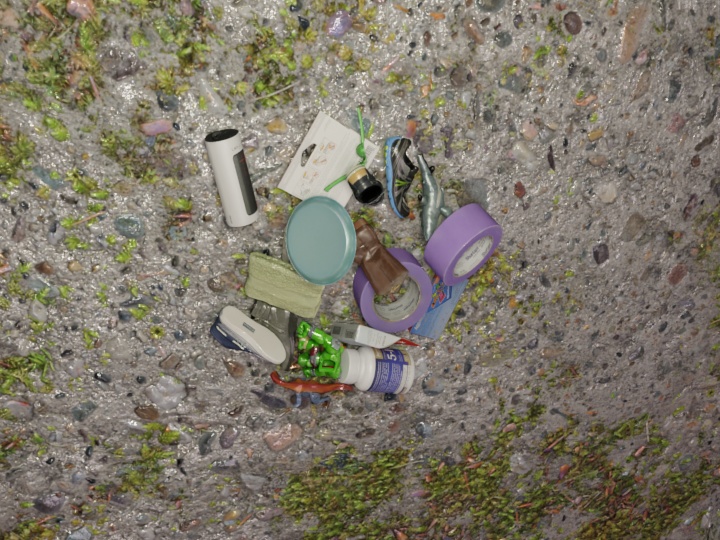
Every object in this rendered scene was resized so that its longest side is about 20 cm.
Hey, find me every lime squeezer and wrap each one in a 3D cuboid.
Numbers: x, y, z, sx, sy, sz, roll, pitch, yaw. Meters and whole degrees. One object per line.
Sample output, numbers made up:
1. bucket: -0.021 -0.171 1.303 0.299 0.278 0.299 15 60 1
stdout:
1. lime squeezer: -0.014 -0.263 1.400 0.069 0.038 0.204 25 111 4

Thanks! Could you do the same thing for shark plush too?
1. shark plush: 0.173 -0.180 1.506 0.082 0.090 0.206 -24 120 -37

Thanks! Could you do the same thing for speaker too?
1. speaker: -0.284 -0.205 1.363 0.079 0.082 0.205 -14 120 -9

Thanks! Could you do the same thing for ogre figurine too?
1. ogre figurine: -0.104 0.222 1.610 0.117 0.098 0.206 15 116 16

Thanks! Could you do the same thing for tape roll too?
1. tape roll: 0.258 -0.063 1.550 0.197 0.085 0.202 -32 152 -19
2. tape roll: 0.083 0.052 1.601 0.194 0.085 0.206 -7 118 -14

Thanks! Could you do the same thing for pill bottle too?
1. pill bottle: 0.039 0.270 1.684 0.195 0.120 0.122 10 114 -25

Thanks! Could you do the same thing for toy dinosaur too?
1. toy dinosaur: -0.150 0.301 1.645 0.197 0.106 0.182 -34 138 11

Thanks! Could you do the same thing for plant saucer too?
1. plant saucer: -0.094 -0.069 1.425 0.196 0.027 0.207 1 88 -37

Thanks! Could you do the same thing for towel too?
1. towel: -0.185 0.039 1.484 0.195 0.037 0.150 21 134 2

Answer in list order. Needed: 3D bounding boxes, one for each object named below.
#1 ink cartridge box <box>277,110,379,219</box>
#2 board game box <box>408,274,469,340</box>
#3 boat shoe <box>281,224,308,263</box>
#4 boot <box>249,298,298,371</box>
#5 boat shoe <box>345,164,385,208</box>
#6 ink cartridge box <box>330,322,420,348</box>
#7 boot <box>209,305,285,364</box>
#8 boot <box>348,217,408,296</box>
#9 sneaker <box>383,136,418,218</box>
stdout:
1. ink cartridge box: -0.077 -0.245 1.427 0.173 0.045 0.203 26 106 -28
2. board game box: 0.217 0.095 1.713 0.101 0.020 0.204 15 111 -25
3. boat shoe: -0.161 -0.031 1.500 0.070 0.070 0.203 -25 143 -22
4. boot: -0.230 0.163 1.594 0.126 0.068 0.205 6 116 -6
5. boat shoe: 0.019 -0.182 1.428 0.074 0.063 0.200 -35 163 6
6. ink cartridge box: 0.038 0.188 1.624 0.196 0.159 0.049 22 77 -25
7. boot: -0.283 0.178 1.545 0.199 0.073 0.090 41 127 -6
8. boot: 0.000 0.000 1.496 0.185 0.202 0.064 -39 163 5
9. sneaker: 0.102 -0.220 1.476 0.080 0.071 0.205 -5 117 4
